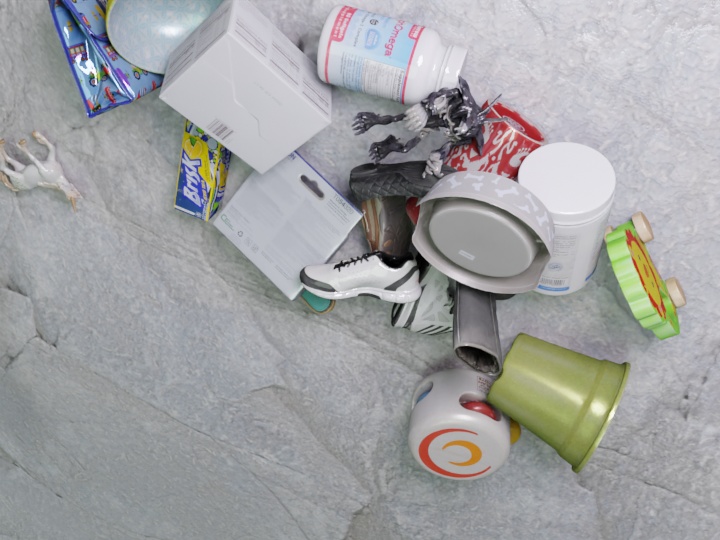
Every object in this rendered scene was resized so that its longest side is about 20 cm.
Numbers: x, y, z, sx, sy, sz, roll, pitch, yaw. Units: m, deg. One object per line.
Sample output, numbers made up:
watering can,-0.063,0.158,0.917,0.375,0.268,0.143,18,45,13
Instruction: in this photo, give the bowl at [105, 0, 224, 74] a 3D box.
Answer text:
bowl,-0.277,-0.397,1.006,0.199,0.199,0.108,-32,63,31

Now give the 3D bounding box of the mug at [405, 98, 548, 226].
mug,0.188,-0.141,1.028,0.134,0.177,0.201,53,125,29

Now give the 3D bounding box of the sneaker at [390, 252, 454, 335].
sneaker,0.139,0.030,1.171,0.114,0.076,0.201,18,124,-11

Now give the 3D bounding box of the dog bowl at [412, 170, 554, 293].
dog bowl,0.164,-0.051,0.906,0.199,0.059,0.201,22,152,12

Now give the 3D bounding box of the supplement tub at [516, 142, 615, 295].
supplement tub,0.283,-0.067,0.975,0.131,0.133,0.201,8,147,14

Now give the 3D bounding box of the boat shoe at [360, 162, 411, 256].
boat shoe,0.036,-0.087,1.130,0.072,0.075,0.202,26,130,41

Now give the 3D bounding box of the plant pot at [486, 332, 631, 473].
plant pot,0.319,0.202,1.143,0.183,0.200,0.202,26,125,15

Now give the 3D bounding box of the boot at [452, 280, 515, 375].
boot,0.198,0.068,1.056,0.181,0.201,0.073,25,129,-31

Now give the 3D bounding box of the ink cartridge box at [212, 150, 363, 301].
ink cartridge box,-0.120,-0.087,1.157,0.196,0.043,0.200,44,106,5

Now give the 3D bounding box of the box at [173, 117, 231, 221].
box,-0.263,-0.189,1.165,0.070,0.064,0.201,22,124,4

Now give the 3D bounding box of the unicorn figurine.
unicorn figurine,-0.607,-0.186,1.286,0.199,0.074,0.138,4,132,33

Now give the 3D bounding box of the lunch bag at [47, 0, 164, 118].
lunch bag,-0.393,-0.362,1.052,0.093,0.151,0.201,-12,116,24

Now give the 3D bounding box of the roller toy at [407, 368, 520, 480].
roller toy,0.182,0.276,1.248,0.198,0.140,0.183,-11,125,19

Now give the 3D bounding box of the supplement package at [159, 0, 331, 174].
supplement package,-0.164,-0.270,1.010,0.155,0.112,0.200,-29,133,30

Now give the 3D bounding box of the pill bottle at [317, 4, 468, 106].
pill bottle,0.046,-0.298,0.969,0.198,0.109,0.109,17,124,7

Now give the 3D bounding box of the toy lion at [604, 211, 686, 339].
toy lion,0.409,0.019,0.986,0.068,0.192,0.201,-25,110,29

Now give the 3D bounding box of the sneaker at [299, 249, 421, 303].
sneaker,0.000,0.000,1.101,0.198,0.074,0.081,1,123,3

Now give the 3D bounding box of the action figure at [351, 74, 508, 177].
action figure,0.093,-0.186,0.920,0.198,0.102,0.119,-4,130,32

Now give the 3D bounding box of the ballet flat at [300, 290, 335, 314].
ballet flat,-0.116,-0.005,1.223,0.068,0.063,0.201,-38,87,12

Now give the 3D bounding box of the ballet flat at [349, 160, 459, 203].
ballet flat,0.068,-0.125,0.998,0.199,0.066,0.057,9,130,39
